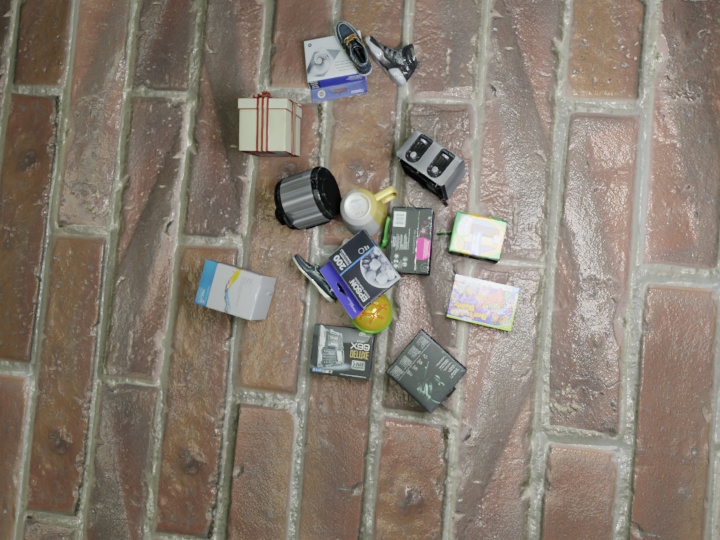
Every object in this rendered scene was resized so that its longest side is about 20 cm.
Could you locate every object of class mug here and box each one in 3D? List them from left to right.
[{"bbox_3d":[0.011,-0.205,1.720,0.149,0.153,0.188,29,91,10],"label":"mug"}]

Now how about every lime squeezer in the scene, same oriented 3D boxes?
[{"bbox_3d":[0.045,-0.087,1.750,0.200,0.070,0.038,-39,41,32],"label":"lime squeezer"}]

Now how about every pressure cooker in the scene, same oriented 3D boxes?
[{"bbox_3d":[-0.179,-0.224,1.737,0.198,0.176,0.180,-14,84,23],"label":"pressure cooker"}]

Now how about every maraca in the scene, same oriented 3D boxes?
[{"bbox_3d":[0.024,0.107,1.728,0.136,0.107,0.201,-17,60,-9],"label":"maraca"}]

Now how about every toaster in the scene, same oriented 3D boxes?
[{"bbox_3d":[0.220,-0.315,1.682,0.180,0.200,0.119,39,91,17],"label":"toaster"}]

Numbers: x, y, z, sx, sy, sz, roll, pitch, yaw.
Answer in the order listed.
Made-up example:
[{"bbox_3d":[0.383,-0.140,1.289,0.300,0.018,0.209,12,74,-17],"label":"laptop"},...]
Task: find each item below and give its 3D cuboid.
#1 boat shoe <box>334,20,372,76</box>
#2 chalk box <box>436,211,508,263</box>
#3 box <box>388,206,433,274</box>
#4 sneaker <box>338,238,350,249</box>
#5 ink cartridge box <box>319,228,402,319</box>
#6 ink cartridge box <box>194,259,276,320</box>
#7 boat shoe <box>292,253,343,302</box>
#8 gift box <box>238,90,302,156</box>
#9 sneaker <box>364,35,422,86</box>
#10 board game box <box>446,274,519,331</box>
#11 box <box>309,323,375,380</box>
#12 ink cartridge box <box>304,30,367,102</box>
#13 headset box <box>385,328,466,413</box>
[{"bbox_3d":[-0.023,-0.722,1.746,0.070,0.091,0.201,-30,84,4],"label":"boat shoe"},{"bbox_3d":[0.334,-0.104,1.675,0.198,0.125,0.125,13,89,9],"label":"chalk box"},{"bbox_3d":[0.158,-0.089,1.709,0.131,0.115,0.202,4,87,11],"label":"box"},{"bbox_3d":[0.000,0.000,1.750,0.200,0.075,0.105,40,113,6],"label":"sneaker"},{"bbox_3d":[-0.008,0.010,1.668,0.200,0.043,0.199,-40,72,11],"label":"ink cartridge box"},{"bbox_3d":[-0.400,0.064,1.776,0.198,0.147,0.147,15,89,10],"label":"ink cartridge box"},{"bbox_3d":[-0.137,0.015,1.772,0.062,0.075,0.200,-44,82,6],"label":"boat shoe"},{"bbox_3d":[-0.274,-0.470,1.775,0.198,0.185,0.189,1,96,6],"label":"gift box"},{"bbox_3d":[0.109,-0.701,1.774,0.114,0.075,0.200,-41,87,4],"label":"sneaker"},{"bbox_3d":[0.377,0.099,1.696,0.198,0.045,0.136,12,89,10],"label":"board game box"},{"bbox_3d":[-0.056,0.259,1.757,0.198,0.050,0.159,6,88,10],"label":"box"},{"bbox_3d":[-0.082,-0.674,1.818,0.198,0.041,0.202,-8,86,9],"label":"ink cartridge box"},{"bbox_3d":[0.207,0.310,1.688,0.200,0.093,0.174,40,93,9],"label":"headset box"}]
